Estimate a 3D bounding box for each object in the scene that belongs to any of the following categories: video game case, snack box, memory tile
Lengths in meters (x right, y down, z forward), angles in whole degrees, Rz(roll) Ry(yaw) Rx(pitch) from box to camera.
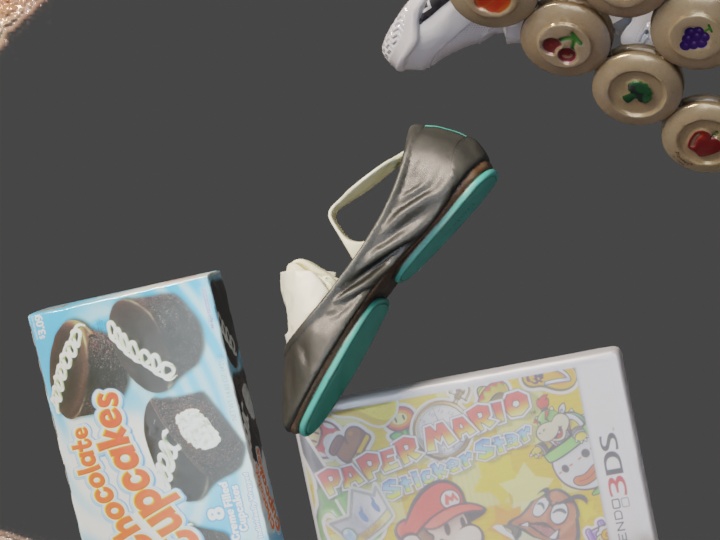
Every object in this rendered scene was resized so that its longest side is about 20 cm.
[{"bbox_3d":[0.073,0.152,1.161,0.199,0.023,0.183,-11,94,10],"label":"video game case"},{"bbox_3d":[-0.120,0.110,1.180,0.116,0.037,0.201,-13,94,11],"label":"snack box"},{"bbox_3d":[0.157,-0.139,1.025,0.200,0.017,0.153,32,133,-15],"label":"memory tile"}]

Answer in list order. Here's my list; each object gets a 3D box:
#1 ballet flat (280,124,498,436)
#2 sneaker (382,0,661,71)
[{"bbox_3d":[0.000,0.000,1.140,0.068,0.068,0.200,36,90,14],"label":"ballet flat"},{"bbox_3d":[0.116,-0.145,1.095,0.200,0.075,0.115,-34,88,9],"label":"sneaker"}]
